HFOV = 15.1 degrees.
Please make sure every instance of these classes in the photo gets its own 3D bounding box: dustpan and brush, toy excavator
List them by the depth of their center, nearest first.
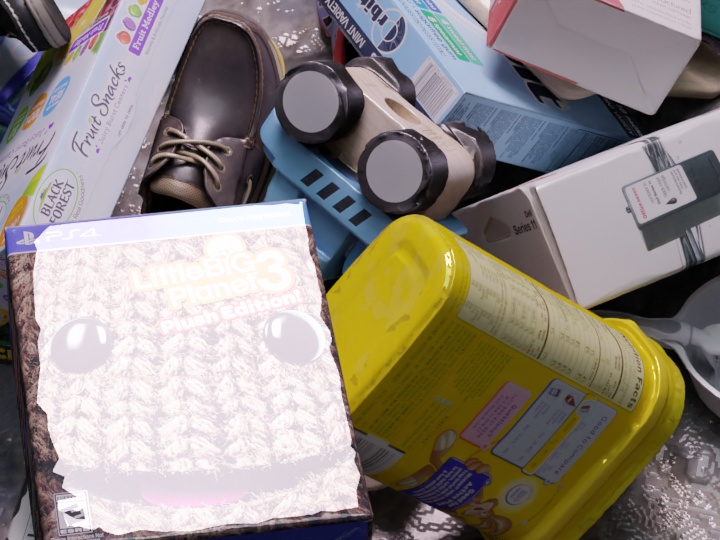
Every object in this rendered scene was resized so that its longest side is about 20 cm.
[{"bbox_3d":[0.000,0.000,1.586,0.194,0.200,0.100,41,21,15],"label":"toy excavator"},{"bbox_3d":[0.218,0.046,1.645,0.200,0.057,0.140,-1,51,8],"label":"dustpan and brush"}]

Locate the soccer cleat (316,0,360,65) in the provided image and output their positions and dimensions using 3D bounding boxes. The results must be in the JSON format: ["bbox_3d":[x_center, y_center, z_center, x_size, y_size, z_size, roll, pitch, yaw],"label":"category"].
[{"bbox_3d":[0.006,-0.158,1.788,0.067,0.077,0.200,0,46,-3],"label":"soccer cleat"}]

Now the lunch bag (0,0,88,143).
[{"bbox_3d":[-0.208,-0.160,1.782,0.161,0.083,0.200,32,57,18],"label":"lunch bag"}]

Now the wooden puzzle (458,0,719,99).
[{"bbox_3d":[0.138,-0.181,1.778,0.185,0.037,0.200,47,30,23],"label":"wooden puzzle"}]

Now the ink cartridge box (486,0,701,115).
[{"bbox_3d":[0.147,-0.197,1.696,0.116,0.068,0.200,21,37,-11],"label":"ink cartridge box"}]

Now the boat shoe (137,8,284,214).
[{"bbox_3d":[-0.091,-0.054,1.604,0.074,0.200,0.073,10,10,10],"label":"boat shoe"}]

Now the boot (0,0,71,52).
[{"bbox_3d":[-0.272,-0.150,1.660,0.154,0.074,0.204,-35,36,-9],"label":"boot"}]

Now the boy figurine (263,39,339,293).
[{"bbox_3d":[-0.052,-0.068,1.716,0.124,0.064,0.200,6,47,-30],"label":"boy figurine"}]

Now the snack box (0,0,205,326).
[{"bbox_3d":[-0.174,-0.074,1.616,0.053,0.142,0.200,29,65,-18],"label":"snack box"}]

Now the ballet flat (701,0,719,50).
[{"bbox_3d":[0.283,-0.159,1.806,0.200,0.072,0.072,32,54,1],"label":"ballet flat"}]

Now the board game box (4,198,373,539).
[{"bbox_3d":[-0.090,0.076,1.364,0.159,0.097,0.200,-6,52,-10],"label":"board game box"}]

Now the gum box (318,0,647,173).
[{"bbox_3d":[0.074,-0.136,1.726,0.200,0.045,0.170,12,34,-48],"label":"gum box"}]

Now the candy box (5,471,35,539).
[{"bbox_3d":[-0.137,0.144,1.477,0.071,0.168,0.200,8,51,6],"label":"candy box"}]

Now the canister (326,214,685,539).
[{"bbox_3d":[0.065,0.066,1.502,0.149,0.200,0.087,-49,42,14],"label":"canister"}]

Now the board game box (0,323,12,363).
[{"bbox_3d":[-0.171,0.019,1.674,0.200,0.023,0.105,10,53,5],"label":"board game box"}]

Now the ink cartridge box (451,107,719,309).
[{"bbox_3d":[0.175,-0.038,1.650,0.200,0.147,0.083,-21,91,-18],"label":"ink cartridge box"}]
